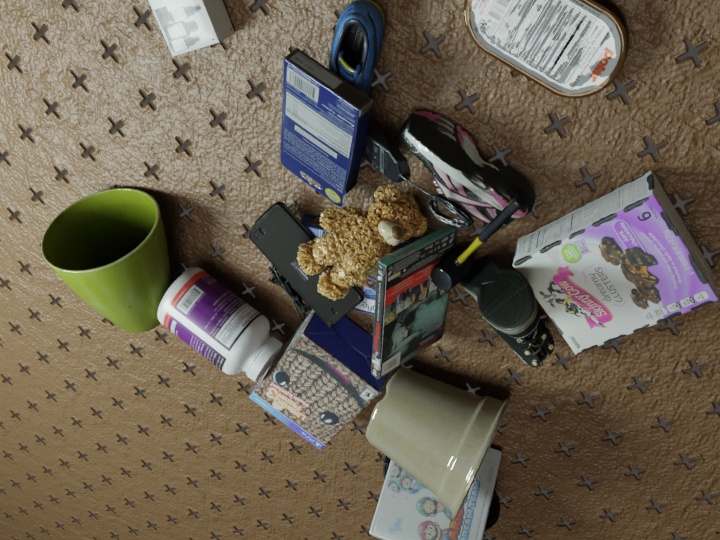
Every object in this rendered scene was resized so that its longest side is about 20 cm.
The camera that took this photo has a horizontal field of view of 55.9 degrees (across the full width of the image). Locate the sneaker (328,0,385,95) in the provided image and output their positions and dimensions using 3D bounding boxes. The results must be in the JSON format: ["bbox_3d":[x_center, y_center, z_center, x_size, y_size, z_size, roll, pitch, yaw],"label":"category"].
[{"bbox_3d":[-0.018,-0.237,0.859,0.065,0.079,0.202,18,129,6],"label":"sneaker"}]

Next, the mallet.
[{"bbox_3d":[0.149,-0.033,0.881,0.041,0.066,0.200,46,153,6],"label":"mallet"}]

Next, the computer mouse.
[{"bbox_3d":[0.071,-0.122,0.868,0.200,0.034,0.059,42,160,18],"label":"computer mouse"}]

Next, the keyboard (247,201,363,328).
[{"bbox_3d":[-0.091,-0.005,1.037,0.104,0.040,0.201,-38,102,13],"label":"keyboard"}]

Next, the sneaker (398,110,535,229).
[{"bbox_3d":[0.124,-0.117,0.888,0.199,0.081,0.086,40,138,-1],"label":"sneaker"}]

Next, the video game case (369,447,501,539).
[{"bbox_3d":[0.129,0.373,1.144,0.179,0.202,0.024,16,153,9],"label":"video game case"}]

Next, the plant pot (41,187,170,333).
[{"bbox_3d":[-0.387,0.003,1.115,0.184,0.189,0.202,6,138,16],"label":"plant pot"}]

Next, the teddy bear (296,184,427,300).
[{"bbox_3d":[-0.001,-0.032,0.953,0.197,0.067,0.147,-15,104,21],"label":"teddy bear"}]

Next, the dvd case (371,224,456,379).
[{"bbox_3d":[0.075,0.047,0.979,0.022,0.145,0.203,31,135,37],"label":"dvd case"}]

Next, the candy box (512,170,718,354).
[{"bbox_3d":[0.328,-0.003,0.887,0.199,0.072,0.168,-29,108,34],"label":"candy box"}]

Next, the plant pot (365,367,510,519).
[{"bbox_3d":[0.115,0.255,1.085,0.181,0.200,0.203,26,129,17],"label":"plant pot"}]

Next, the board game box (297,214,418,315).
[{"bbox_3d":[0.000,0.000,1.037,0.197,0.035,0.137,14,126,13],"label":"board game box"}]

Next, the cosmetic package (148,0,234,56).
[{"bbox_3d":[-0.239,-0.385,0.860,0.081,0.051,0.202,-7,119,24],"label":"cosmetic package"}]

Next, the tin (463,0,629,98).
[{"bbox_3d":[0.209,-0.275,0.772,0.198,0.042,0.113,30,132,0],"label":"tin"}]

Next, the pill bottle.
[{"bbox_3d":[-0.229,0.093,1.126,0.199,0.113,0.113,36,128,4],"label":"pill bottle"}]

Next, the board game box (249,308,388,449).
[{"bbox_3d":[-0.066,0.178,1.143,0.159,0.097,0.200,36,127,-5],"label":"board game box"}]

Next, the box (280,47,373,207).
[{"bbox_3d":[-0.051,-0.179,0.895,0.120,0.032,0.201,36,150,12],"label":"box"}]

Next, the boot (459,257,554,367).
[{"bbox_3d":[0.219,0.072,0.916,0.073,0.204,0.154,-41,109,4],"label":"boot"}]

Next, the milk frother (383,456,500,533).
[{"bbox_3d":[0.118,0.432,1.240,0.201,0.178,0.190,57,137,34],"label":"milk frother"}]
